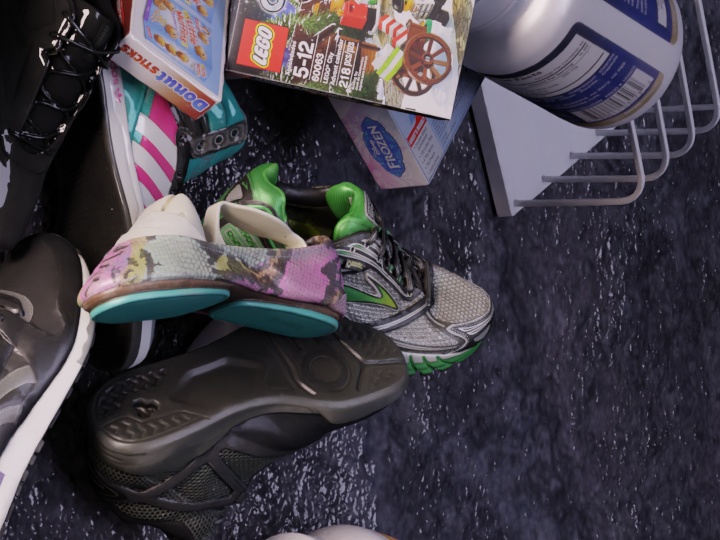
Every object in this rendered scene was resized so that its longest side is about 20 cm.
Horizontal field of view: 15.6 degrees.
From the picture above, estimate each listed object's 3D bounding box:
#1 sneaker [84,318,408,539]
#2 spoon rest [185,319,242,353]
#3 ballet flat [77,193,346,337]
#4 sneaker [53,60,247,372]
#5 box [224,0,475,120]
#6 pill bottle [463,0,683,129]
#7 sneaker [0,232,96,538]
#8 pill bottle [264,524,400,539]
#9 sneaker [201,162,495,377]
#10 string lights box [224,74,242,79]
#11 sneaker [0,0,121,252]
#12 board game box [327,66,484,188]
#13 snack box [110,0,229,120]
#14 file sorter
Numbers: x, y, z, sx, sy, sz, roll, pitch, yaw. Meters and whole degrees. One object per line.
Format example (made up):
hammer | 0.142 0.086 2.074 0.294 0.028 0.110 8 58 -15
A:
sneaker | -0.069 0.093 1.525 0.198 0.076 0.115 -19 147 -25
spoon rest | -0.057 0.046 1.625 0.201 0.060 0.100 -56 133 -23
ballet flat | -0.083 -0.004 1.441 0.199 0.069 0.072 6 71 -49
sneaker | -0.118 -0.048 1.505 0.120 0.083 0.202 -9 96 -47
box | 0.004 -0.198 1.507 0.136 0.038 0.202 11 91 -12
pill bottle | 0.109 -0.166 1.632 0.200 0.110 0.112 22 71 -53
sneaker | -0.205 0.055 1.376 0.088 0.075 0.201 43 54 -40
pill bottle | 0.007 0.222 1.654 0.200 0.111 0.113 27 67 -54
sneaker | 0.000 0.000 1.560 0.199 0.085 0.078 20 36 -29
string lights box | -0.020 -0.196 1.672 0.200 0.059 0.104 -30 114 -53
sneaker | -0.175 -0.108 1.407 0.076 0.090 0.202 24 71 -55
board game box | 0.022 -0.191 1.642 0.200 0.041 0.201 60 42 -33
snack box | -0.106 -0.181 1.501 0.072 0.024 0.201 36 39 -33
file sorter | 0.182 -0.143 1.920 0.200 0.124 0.140 -40 122 -50
